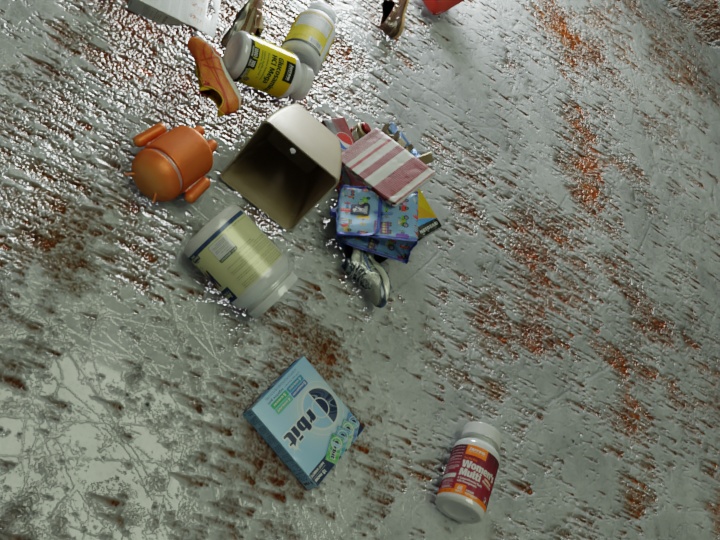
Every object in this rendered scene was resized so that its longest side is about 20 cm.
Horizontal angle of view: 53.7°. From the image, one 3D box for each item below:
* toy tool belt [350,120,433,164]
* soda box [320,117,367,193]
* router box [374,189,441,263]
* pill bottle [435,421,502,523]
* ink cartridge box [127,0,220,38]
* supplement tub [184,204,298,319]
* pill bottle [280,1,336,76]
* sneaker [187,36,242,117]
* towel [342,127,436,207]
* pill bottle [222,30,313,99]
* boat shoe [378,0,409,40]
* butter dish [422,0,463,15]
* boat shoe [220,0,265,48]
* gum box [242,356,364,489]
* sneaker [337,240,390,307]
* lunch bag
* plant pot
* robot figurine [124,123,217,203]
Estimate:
[{"bbox_3d":[0.083,-0.319,1.791,0.200,0.123,0.125,45,29,-21],"label":"toy tool belt"},{"bbox_3d":[-0.041,-0.271,1.739,0.070,0.063,0.201,-16,79,-37],"label":"soda box"},{"bbox_3d":[0.083,-0.124,1.747,0.200,0.051,0.150,-30,87,-31],"label":"router box"},{"bbox_3d":[0.245,0.442,1.569,0.109,0.109,0.200,38,52,-14],"label":"pill bottle"},{"bbox_3d":[-0.429,-0.633,1.656,0.199,0.047,0.161,21,57,-33],"label":"ink cartridge box"},{"bbox_3d":[-0.236,-0.016,1.424,0.200,0.145,0.145,47,50,-7],"label":"supplement tub"},{"bbox_3d":[-0.127,-0.587,1.799,0.112,0.112,0.201,32,53,-19],"label":"pill bottle"},{"bbox_3d":[-0.342,-0.442,1.606,0.077,0.073,0.201,-28,81,-26],"label":"sneaker"},{"bbox_3d":[0.058,-0.243,1.670,0.144,0.023,0.200,-39,66,-23],"label":"towel"},{"bbox_3d":[-0.215,-0.476,1.677,0.199,0.112,0.113,13,61,-37],"label":"pill bottle"},{"bbox_3d":[0.097,-0.767,2.073,0.070,0.070,0.201,26,56,-28],"label":"boat shoe"},{"bbox_3d":[0.263,-0.901,2.219,0.199,0.148,0.201,-30,85,3],"label":"butter dish"},{"bbox_3d":[-0.270,-0.598,1.734,0.072,0.076,0.201,34,62,-22],"label":"boat shoe"},{"bbox_3d":[-0.110,0.302,1.426,0.200,0.045,0.170,51,49,-5],"label":"gum box"},{"bbox_3d":[0.000,0.000,1.640,0.085,0.077,0.201,-8,64,-33],"label":"sneaker"},{"bbox_3d":[0.027,-0.117,1.640,0.199,0.094,0.151,10,55,-9],"label":"lunch bag"},{"bbox_3d":[-0.154,-0.249,1.575,0.200,0.200,0.177,38,41,-14],"label":"plant pot"},{"bbox_3d":[-0.380,-0.217,1.439,0.200,0.116,0.144,-49,139,-40],"label":"robot figurine"}]
